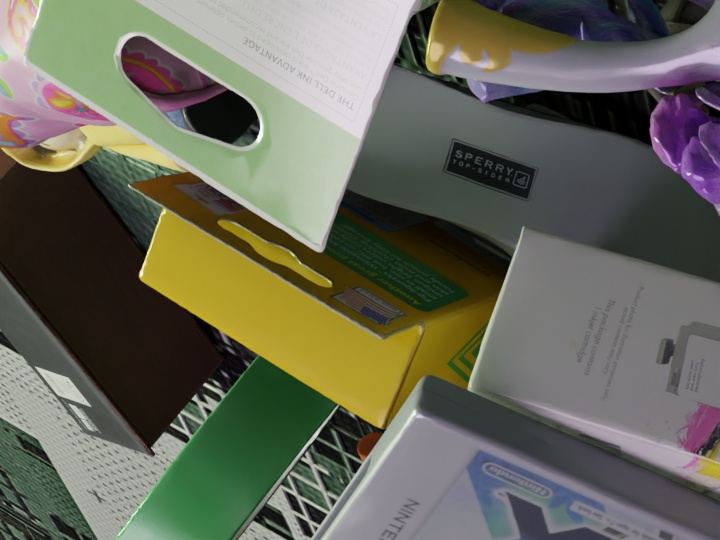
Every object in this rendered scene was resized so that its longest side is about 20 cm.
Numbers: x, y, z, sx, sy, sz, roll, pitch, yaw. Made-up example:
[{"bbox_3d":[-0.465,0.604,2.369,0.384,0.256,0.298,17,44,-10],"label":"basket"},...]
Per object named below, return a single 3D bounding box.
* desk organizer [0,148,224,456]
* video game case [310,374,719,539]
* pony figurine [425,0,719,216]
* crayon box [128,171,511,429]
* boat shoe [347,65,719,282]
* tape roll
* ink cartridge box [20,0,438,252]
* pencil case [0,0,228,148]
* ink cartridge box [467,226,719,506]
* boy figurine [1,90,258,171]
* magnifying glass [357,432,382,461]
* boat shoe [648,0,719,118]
[{"bbox_3d":[-0.170,0.010,1.427,0.071,0.077,0.200,12,145,49],"label":"desk organizer"},{"bbox_3d":[0.078,0.133,0.918,0.199,0.022,0.183,24,138,-8],"label":"video game case"},{"bbox_3d":[0.124,-0.074,0.706,0.199,0.167,0.194,17,122,15],"label":"pony figurine"},{"bbox_3d":[0.000,0.000,1.001,0.125,0.200,0.052,31,113,22],"label":"crayon box"},{"bbox_3d":[0.075,-0.029,0.984,0.199,0.072,0.068,21,-172,11],"label":"boat shoe"},{"bbox_3d":[-0.068,0.107,1.285,0.048,0.201,0.201,38,158,2],"label":"tape roll"},{"bbox_3d":[-0.029,-0.128,0.851,0.145,0.048,0.201,32,125,17],"label":"ink cartridge box"},{"bbox_3d":[-0.113,-0.099,0.999,0.087,0.088,0.200,47,156,-18],"label":"pencil case"},{"bbox_3d":[0.146,0.058,0.889,0.199,0.068,0.117,17,164,13],"label":"ink cartridge box"},{"bbox_3d":[-0.121,-0.092,1.177,0.124,0.065,0.199,46,154,-23],"label":"boy figurine"},{"bbox_3d":[0.044,0.164,1.454,0.079,0.022,0.201,21,151,39],"label":"magnifying glass"},{"bbox_3d":[0.174,-0.024,0.833,0.202,0.060,0.072,45,158,-12],"label":"boat shoe"}]
